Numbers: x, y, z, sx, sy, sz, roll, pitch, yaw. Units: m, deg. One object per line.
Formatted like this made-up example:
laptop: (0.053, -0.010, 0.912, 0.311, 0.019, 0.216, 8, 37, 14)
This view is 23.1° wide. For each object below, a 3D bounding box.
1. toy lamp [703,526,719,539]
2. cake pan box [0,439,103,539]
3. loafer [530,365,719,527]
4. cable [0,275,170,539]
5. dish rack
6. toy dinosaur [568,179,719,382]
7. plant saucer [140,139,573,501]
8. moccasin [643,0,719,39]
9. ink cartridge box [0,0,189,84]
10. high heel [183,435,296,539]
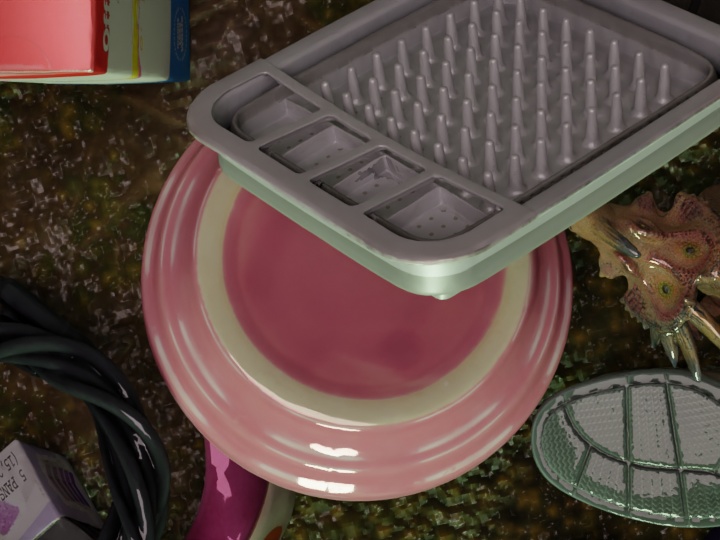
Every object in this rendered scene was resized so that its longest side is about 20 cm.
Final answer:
toy lamp: (0.241, 0.183, 0.806, 0.200, 0.058, 0.058, 40, 100, 1)
cake pan box: (-0.177, 0.209, 0.836, 0.200, 0.052, 0.185, -40, 62, 9)
loafer: (0.179, 0.077, 0.806, 0.198, 0.063, 0.073, -2, 95, 12)
cable: (-0.169, 0.099, 0.812, 0.199, 0.051, 0.164, 35, 90, 31)
dish rack: (0.047, -0.062, 0.732, 0.171, 0.199, 0.044, 32, 143, 41)
toy dinosaur: (0.186, -0.006, 0.756, 0.198, 0.136, 0.087, -7, 94, 9)
plant saucer: (0.000, 0.000, 0.791, 0.198, 0.051, 0.203, 1, 74, -5)
moccasin: (0.225, -0.109, 0.777, 0.199, 0.078, 0.074, -18, 77, 14)
ink cartridge box: (-0.129, -0.140, 0.760, 0.066, 0.200, 0.118, 0, 95, 8)
high heel: (-0.073, 0.082, 0.845, 0.095, 0.067, 0.202, 25, 91, 12)
